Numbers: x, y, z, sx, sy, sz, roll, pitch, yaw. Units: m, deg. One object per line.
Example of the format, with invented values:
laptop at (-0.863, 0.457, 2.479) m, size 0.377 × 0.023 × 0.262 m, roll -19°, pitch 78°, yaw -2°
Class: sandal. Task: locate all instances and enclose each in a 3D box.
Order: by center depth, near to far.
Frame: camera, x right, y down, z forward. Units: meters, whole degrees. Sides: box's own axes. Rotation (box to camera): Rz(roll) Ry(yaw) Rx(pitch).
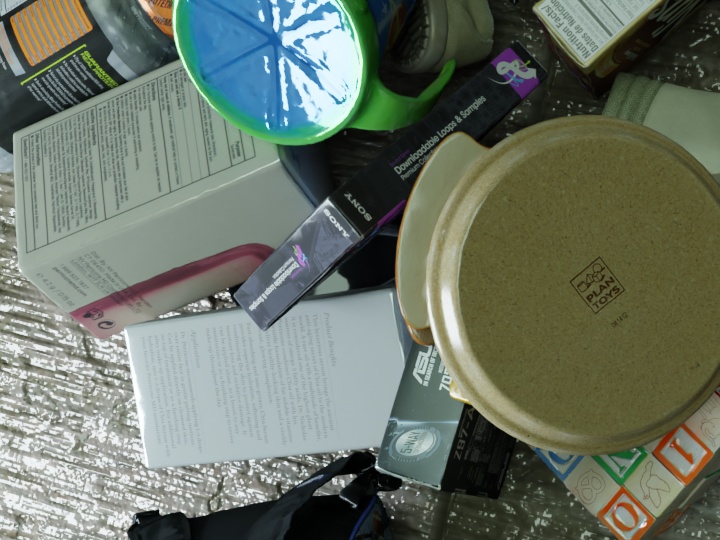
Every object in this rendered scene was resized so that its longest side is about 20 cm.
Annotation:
sandal at (0.000, 0.001, 1.031) m, size 0.199 × 0.043 × 0.076 m, roll -10°, pitch 77°, yaw 16°

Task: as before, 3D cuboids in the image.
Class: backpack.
backpack at (-0.070, 0.220, 0.936) m, size 0.199 × 0.190 × 0.155 m, roll -18°, pitch 92°, yaw 15°

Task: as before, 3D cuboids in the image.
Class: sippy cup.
sippy cup at (-0.029, -0.168, 0.937) m, size 0.139 × 0.130 × 0.178 m, roll -13°, pitch 115°, yaw 35°

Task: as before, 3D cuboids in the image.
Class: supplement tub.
supplement tub at (-0.209, -0.165, 1.077) m, size 0.199 × 0.122 × 0.123 m, roll -26°, pitch 73°, yaw 19°

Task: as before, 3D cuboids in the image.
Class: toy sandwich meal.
toy sandwich meal at (0.116, 0.008, 0.831) m, size 0.204 × 0.070 × 0.206 m, roll 0°, pitch 90°, yaw -9°

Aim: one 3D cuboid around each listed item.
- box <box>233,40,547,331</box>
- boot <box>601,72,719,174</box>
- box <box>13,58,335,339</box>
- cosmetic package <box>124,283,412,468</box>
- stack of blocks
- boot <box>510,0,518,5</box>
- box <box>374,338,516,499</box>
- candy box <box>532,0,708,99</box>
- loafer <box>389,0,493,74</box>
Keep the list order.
box at (0.019, -0.053, 0.932) m, size 0.036 × 0.143 × 0.200 m, roll 47°, pitch 53°, yaw 0°
boot at (0.213, -0.025, 0.953) m, size 0.154 × 0.072 × 0.201 m, roll 10°, pitch 84°, yaw 22°
box at (-0.127, -0.058, 1.031) m, size 0.199 × 0.109 × 0.128 m, roll -21°, pitch 54°, yaw 13°
cosmetic package at (-0.050, 0.070, 1.000) m, size 0.199 × 0.071 × 0.102 m, roll -8°, pitch 92°, yaw 22°
stack of blocks at (0.191, 0.055, 0.894) m, size 0.115 × 0.058 × 0.200 m, roll 46°, pitch 120°, yaw 24°
boot at (0.119, -0.282, 1.018) m, size 0.076 × 0.200 × 0.169 m, roll -6°, pitch 113°, yaw 22°
box at (0.079, 0.040, 0.936) m, size 0.043 × 0.160 × 0.201 m, roll 15°, pitch 86°, yaw 20°
candy box at (0.207, -0.203, 0.960) m, size 0.200 × 0.117 × 0.057 m, roll -40°, pitch 80°, yaw 8°
loafer at (0.049, -0.218, 1.044) m, size 0.076 × 0.068 × 0.201 m, roll -36°, pitch 50°, yaw 48°
